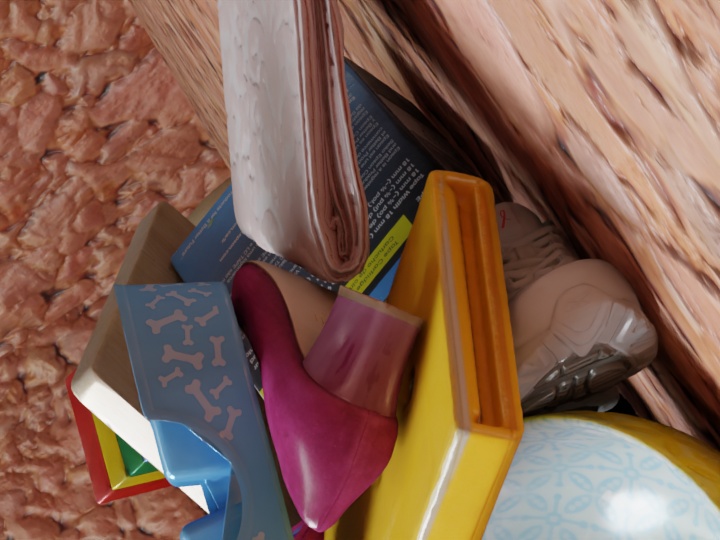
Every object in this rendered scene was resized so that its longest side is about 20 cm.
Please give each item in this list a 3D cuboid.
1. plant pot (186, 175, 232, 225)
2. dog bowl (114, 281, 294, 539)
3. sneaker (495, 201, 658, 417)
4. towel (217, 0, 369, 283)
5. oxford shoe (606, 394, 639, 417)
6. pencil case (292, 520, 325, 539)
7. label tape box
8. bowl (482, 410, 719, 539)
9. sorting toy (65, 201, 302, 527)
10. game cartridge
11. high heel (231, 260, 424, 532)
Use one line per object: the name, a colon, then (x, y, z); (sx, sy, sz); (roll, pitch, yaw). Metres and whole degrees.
plant pot: (-0.030, -0.004, 1.696); (0.200, 0.200, 0.135); (54, 140, 35)
dog bowl: (-0.060, 0.098, 1.137); (0.111, 0.049, 0.201); (114, 142, -83)
sneaker: (0.072, 0.015, 1.136); (0.200, 0.078, 0.100); (109, 143, -77)
towel: (-0.034, -0.098, 1.206); (0.200, 0.032, 0.192); (-152, 58, -77)
oxford shoe: (0.101, 0.154, 1.262); (0.073, 0.084, 0.200); (44, -148, -31)
pencil case: (0.024, 0.203, 1.235); (0.200, 0.088, 0.088); (40, 176, 1)
label tape box: (0.000, 0.000, 1.302); (0.063, 0.144, 0.200); (33, -169, -35)
bowl: (0.127, 0.150, 1.121); (0.108, 0.200, 0.200); (-11, -121, -46)
sorting toy: (-0.070, 0.090, 1.370); (0.200, 0.070, 0.199); (43, -157, -14)
game cartridge: (0.022, 0.087, 1.104); (0.177, 0.032, 0.200); (-93, 15, -53)
high heel: (-0.032, 0.051, 1.134); (0.067, 0.096, 0.200); (23, 177, -13)
